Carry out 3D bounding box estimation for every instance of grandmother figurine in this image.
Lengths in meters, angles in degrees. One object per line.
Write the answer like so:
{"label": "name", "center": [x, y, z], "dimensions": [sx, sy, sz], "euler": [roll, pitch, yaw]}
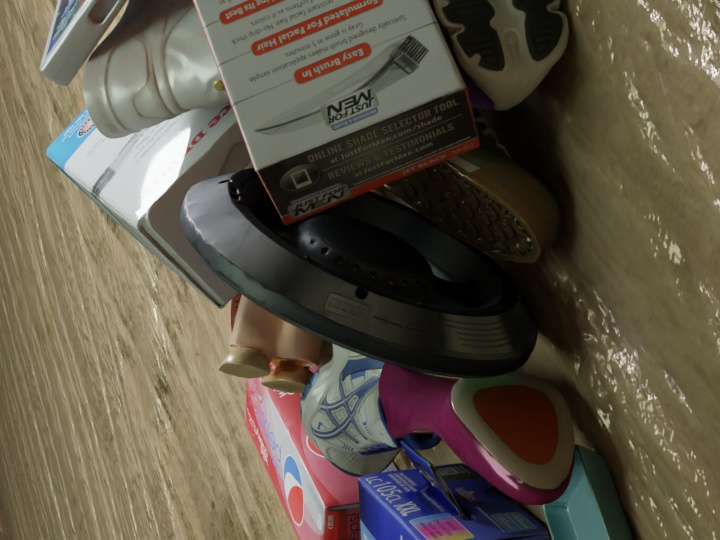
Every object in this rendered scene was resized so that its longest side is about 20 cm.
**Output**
{"label": "grandmother figurine", "center": [-0.035, -0.023, 1.287], "dimensions": [0.060, 0.121, 0.201], "euler": [-3, 70, 45]}

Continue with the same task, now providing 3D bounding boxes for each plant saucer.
{"label": "plant saucer", "center": [0.133, 0.187, 0.966], "dimensions": [0.070, 0.019, 0.201], "euler": [111, 148, -55]}

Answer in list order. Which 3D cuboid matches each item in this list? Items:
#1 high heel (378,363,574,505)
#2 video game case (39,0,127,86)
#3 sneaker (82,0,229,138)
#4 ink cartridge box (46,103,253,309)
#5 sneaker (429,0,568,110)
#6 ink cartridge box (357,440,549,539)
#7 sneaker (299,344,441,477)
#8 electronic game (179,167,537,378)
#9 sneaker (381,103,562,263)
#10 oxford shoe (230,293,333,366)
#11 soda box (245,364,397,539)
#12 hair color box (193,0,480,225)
{"label": "high heel", "center": [0.060, 0.092, 1.045], "dimensions": [0.200, 0.067, 0.096], "euler": [-115, 32, -61]}
{"label": "video game case", "center": [-0.125, -0.226, 1.170], "dimensions": [0.182, 0.023, 0.200], "euler": [-49, 22, 28]}
{"label": "sneaker", "center": [-0.080, -0.155, 1.174], "dimensions": [0.074, 0.115, 0.200], "euler": [62, -150, -34]}
{"label": "ink cartridge box", "center": [-0.097, -0.078, 1.236], "dimensions": [0.084, 0.145, 0.200], "euler": [47, 173, -29]}
{"label": "sneaker", "center": [0.046, -0.176, 1.017], "dimensions": [0.083, 0.080, 0.201], "euler": [123, 137, -73]}
{"label": "ink cartridge box", "center": [0.054, 0.198, 1.135], "dimensions": [0.136, 0.076, 0.201], "euler": [-148, 55, -69]}
{"label": "sneaker", "center": [0.014, 0.087, 1.223], "dimensions": [0.088, 0.075, 0.200], "euler": [60, 159, 30]}
{"label": "electronic game", "center": [0.000, 0.000, 1.033], "dimensions": [0.042, 0.199, 0.200], "euler": [-67, 27, 18]}
{"label": "sneaker", "center": [0.044, -0.080, 1.062], "dimensions": [0.200, 0.090, 0.067], "euler": [27, 152, 36]}
{"label": "oxford shoe", "center": [-0.040, -0.028, 1.368], "dimensions": [0.070, 0.075, 0.201], "euler": [-15, 61, 51]}
{"label": "soda box", "center": [-0.027, 0.132, 1.389], "dimensions": [0.200, 0.063, 0.070], "euler": [-123, 31, -55]}
{"label": "hair color box", "center": [-0.026, -0.136, 1.004], "dimensions": [0.064, 0.111, 0.201], "euler": [66, -177, -61]}
